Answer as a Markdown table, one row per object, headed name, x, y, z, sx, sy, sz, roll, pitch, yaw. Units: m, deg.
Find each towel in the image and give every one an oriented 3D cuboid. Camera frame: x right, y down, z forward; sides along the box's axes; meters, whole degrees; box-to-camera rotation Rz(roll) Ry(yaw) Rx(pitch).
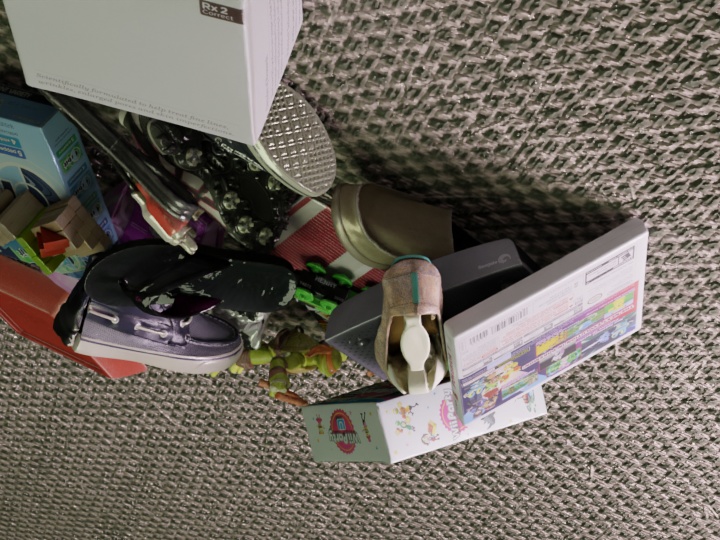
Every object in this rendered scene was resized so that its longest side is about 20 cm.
| name | x | y | z | sx | sy | sz | roll | pitch | yaw |
| --- | --- | --- | --- | --- | --- | --- | --- | --- | --- |
| towel | 0.000 | 0.000 | 1.673 | 0.199 | 0.023 | 0.144 | 35 | 147 | -14 |

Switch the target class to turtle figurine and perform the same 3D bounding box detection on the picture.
| name | x | y | z | sx | sy | sz | roll | pitch | yaw |
| --- | --- | --- | --- | --- | --- | --- | --- | --- | --- |
| turtle figurine | -0.085 | 0.093 | 1.815 | 0.160 | 0.200 | 0.065 | 2 | 105 | 29 |

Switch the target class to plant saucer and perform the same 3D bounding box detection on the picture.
| name | x | y | z | sx | sy | sz | roll | pitch | yaw |
| --- | --- | --- | --- | --- | --- | --- | --- | --- | --- |
| plant saucer | -0.361 | 0.049 | 1.943 | 0.198 | 0.037 | 0.200 | 22 | 161 | 29 |

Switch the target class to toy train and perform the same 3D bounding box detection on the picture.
| name | x | y | z | sx | sy | sz | roll | pitch | yaw |
| --- | --- | --- | --- | --- | --- | --- | --- | --- | --- |
| toy train | 0.022 | 0.048 | 1.672 | 0.198 | 0.042 | 0.056 | 24 | 159 | 5 |

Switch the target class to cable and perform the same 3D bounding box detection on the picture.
| name | x | y | z | sx | sy | sz | roll | pitch | yaw |
| --- | --- | --- | --- | --- | --- | --- | --- | --- | --- |
| cable | -0.212 | -0.089 | 1.506 | 0.200 | 0.050 | 0.097 | 40 | -179 | -12 |

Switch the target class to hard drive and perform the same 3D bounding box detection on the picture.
| name | x | y | z | sx | sy | sz | roll | pitch | yaw |
| --- | --- | --- | --- | --- | --- | --- | --- | --- | --- |
| hard drive | 0.077 | 0.035 | 1.562 | 0.198 | 0.043 | 0.135 | -22 | 150 | 21 |

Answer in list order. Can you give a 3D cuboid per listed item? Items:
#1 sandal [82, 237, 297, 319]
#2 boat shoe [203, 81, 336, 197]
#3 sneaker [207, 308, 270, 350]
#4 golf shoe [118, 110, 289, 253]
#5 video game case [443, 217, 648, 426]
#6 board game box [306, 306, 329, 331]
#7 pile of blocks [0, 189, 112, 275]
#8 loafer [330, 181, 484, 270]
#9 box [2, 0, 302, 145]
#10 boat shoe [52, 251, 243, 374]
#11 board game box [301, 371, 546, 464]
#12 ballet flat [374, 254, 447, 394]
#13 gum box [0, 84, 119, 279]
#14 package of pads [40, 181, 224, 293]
| name | x | y | z | sx | sy | sz | roll | pitch | yaw |
| --- | --- | --- | --- | --- | --- | --- | --- | --- | --- |
| sandal | -0.154 | 0.013 | 1.572 | 0.198 | 0.048 | 0.076 | 2 | 128 | -14 |
| boat shoe | -0.101 | -0.134 | 1.464 | 0.199 | 0.075 | 0.062 | 38 | 153 | -24 |
| sneaker | -0.114 | 0.014 | 1.713 | 0.075 | 0.081 | 0.200 | 30 | 164 | 4 |
| golf shoe | -0.139 | -0.095 | 1.577 | 0.088 | 0.078 | 0.200 | 12 | 150 | 47 |
| video game case | 0.169 | 0.049 | 1.543 | 0.023 | 0.199 | 0.183 | 56 | 169 | 29 |
| board game box | 0.036 | 0.041 | 1.755 | 0.198 | 0.024 | 0.105 | 3 | 147 | 28 |
| pile of blocks | -0.330 | -0.031 | 1.610 | 0.198 | 0.062 | 0.083 | 12 | 138 | 32 |
| loafer | 0.051 | -0.033 | 1.556 | 0.068 | 0.076 | 0.199 | -23 | 146 | 35 |
| box | -0.153 | -0.219 | 1.270 | 0.197 | 0.132 | 0.201 | 16 | 153 | 7 |
| boat shoe | -0.189 | 0.039 | 1.651 | 0.198 | 0.075 | 0.093 | 7 | 124 | -34 |
| board game box | 0.064 | 0.140 | 1.730 | 0.199 | 0.065 | 0.147 | -15 | -177 | -33 |
| ballet flat | 0.045 | 0.067 | 1.496 | 0.067 | 0.068 | 0.201 | -9 | 146 | 1 |
| gum box | -0.326 | -0.088 | 1.635 | 0.169 | 0.045 | 0.201 | 16 | 141 | 28 |
| package of pads | -0.236 | -0.017 | 1.757 | 0.120 | 0.076 | 0.199 | 32 | 149 | -21 |
